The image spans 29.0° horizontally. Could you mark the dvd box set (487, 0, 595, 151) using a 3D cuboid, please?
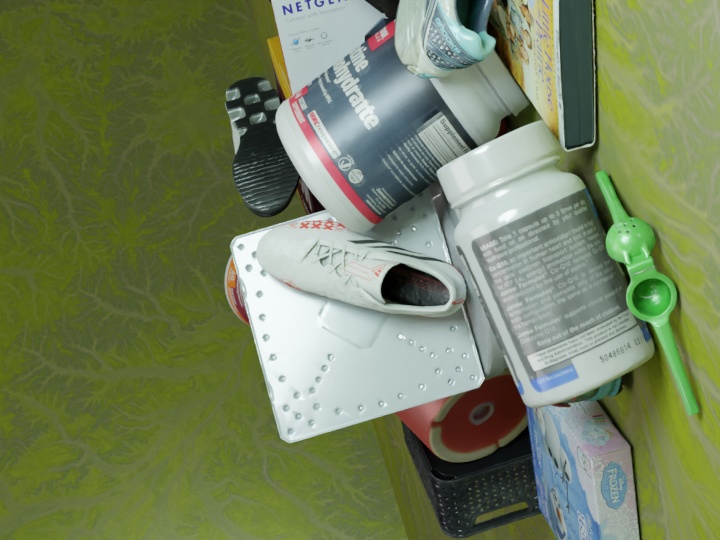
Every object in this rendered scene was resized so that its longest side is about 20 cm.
[{"bbox_3d":[0.139,-0.209,1.120,0.201,0.029,0.147,-112,10,-50],"label":"dvd box set"}]

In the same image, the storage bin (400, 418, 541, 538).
[{"bbox_3d":[0.129,0.195,1.610,0.201,0.134,0.095,-114,9,-53],"label":"storage bin"}]

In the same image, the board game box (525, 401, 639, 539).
[{"bbox_3d":[0.212,0.202,1.345,0.199,0.043,0.202,-120,17,-61],"label":"board game box"}]

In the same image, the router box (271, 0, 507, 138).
[{"bbox_3d":[0.027,-0.197,1.338,0.049,0.198,0.182,-106,2,-73],"label":"router box"}]

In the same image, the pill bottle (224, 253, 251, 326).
[{"bbox_3d":[-0.056,0.018,1.446,0.199,0.109,0.111,9,115,61],"label":"pill bottle"}]

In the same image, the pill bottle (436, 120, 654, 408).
[{"bbox_3d":[0.141,-0.006,1.089,0.114,0.113,0.202,150,96,-83],"label":"pill bottle"}]

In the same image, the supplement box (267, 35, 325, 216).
[{"bbox_3d":[0.020,-0.156,1.501,0.201,0.195,0.133,81,170,-46],"label":"supplement box"}]

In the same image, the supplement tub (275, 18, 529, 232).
[{"bbox_3d":[0.036,-0.142,1.250,0.141,0.199,0.141,53,-170,-13],"label":"supplement tub"}]

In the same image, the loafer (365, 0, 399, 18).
[{"bbox_3d":[0.016,-0.270,1.189,0.073,0.072,0.200,36,-176,3],"label":"loafer"}]

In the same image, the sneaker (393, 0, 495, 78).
[{"bbox_3d":[0.084,-0.257,1.120,0.086,0.077,0.203,1,91,47],"label":"sneaker"}]

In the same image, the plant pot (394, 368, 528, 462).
[{"bbox_3d":[0.097,0.097,1.523,0.202,0.199,0.178,82,161,-46],"label":"plant pot"}]

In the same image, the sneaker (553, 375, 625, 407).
[{"bbox_3d":[0.158,0.018,1.171,0.079,0.094,0.202,175,81,-82],"label":"sneaker"}]

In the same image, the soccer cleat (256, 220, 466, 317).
[{"bbox_3d":[0.000,0.000,1.264,0.085,0.198,0.069,-49,-26,-83],"label":"soccer cleat"}]

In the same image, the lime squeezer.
[{"bbox_3d":[0.204,0.007,1.022,0.071,0.037,0.202,92,161,-68],"label":"lime squeezer"}]

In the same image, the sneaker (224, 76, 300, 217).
[{"bbox_3d":[-0.095,-0.109,1.441,0.201,0.073,0.089,-101,1,-48],"label":"sneaker"}]

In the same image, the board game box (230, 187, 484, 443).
[{"bbox_3d":[-0.004,0.040,1.319,0.026,0.198,0.202,72,-178,-81],"label":"board game box"}]

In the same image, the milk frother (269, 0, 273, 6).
[{"bbox_3d":[-0.030,-0.383,1.465,0.181,0.186,0.202,109,146,-76],"label":"milk frother"}]

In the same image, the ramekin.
[{"bbox_3d":[0.134,-0.006,1.329,0.202,0.093,0.205,165,90,-84],"label":"ramekin"}]
